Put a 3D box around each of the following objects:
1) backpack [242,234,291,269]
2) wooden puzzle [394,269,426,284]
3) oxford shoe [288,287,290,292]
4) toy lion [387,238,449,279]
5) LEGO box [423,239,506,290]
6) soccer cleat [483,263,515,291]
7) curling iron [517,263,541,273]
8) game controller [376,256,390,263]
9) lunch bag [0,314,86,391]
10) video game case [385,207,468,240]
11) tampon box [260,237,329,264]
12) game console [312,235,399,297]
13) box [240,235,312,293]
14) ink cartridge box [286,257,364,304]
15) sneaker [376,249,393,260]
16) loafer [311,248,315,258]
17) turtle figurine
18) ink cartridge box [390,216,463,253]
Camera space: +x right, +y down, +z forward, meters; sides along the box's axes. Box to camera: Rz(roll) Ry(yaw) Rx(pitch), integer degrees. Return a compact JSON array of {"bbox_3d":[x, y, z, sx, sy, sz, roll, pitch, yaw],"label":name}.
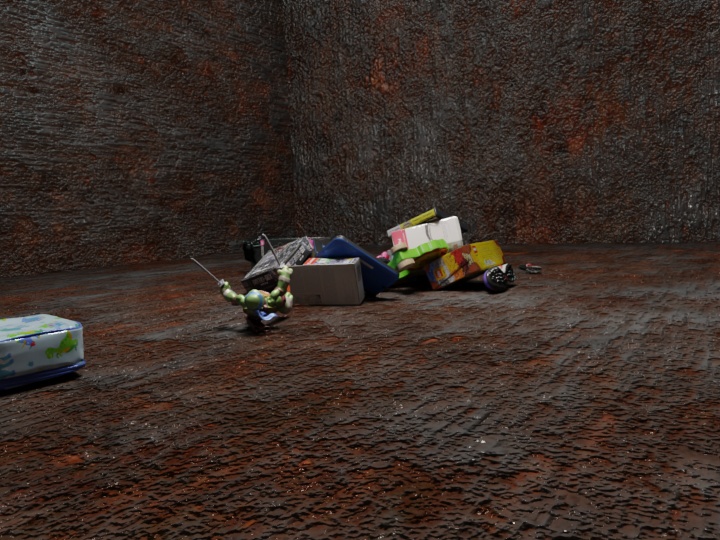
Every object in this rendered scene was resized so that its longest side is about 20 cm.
[{"bbox_3d":[-0.356,-0.069,2.267,0.199,0.155,0.175,-17,15,-30],"label":"backpack"},{"bbox_3d":[0.089,0.024,1.762,0.184,0.038,0.199,-8,3,-40],"label":"wooden puzzle"},{"bbox_3d":[-0.148,0.048,1.554,0.073,0.072,0.199,31,-18,-25],"label":"oxford shoe"},{"bbox_3d":[0.145,-0.024,1.562,0.191,0.069,0.200,-10,-21,-37],"label":"toy lion"},{"bbox_3d":[0.299,-0.017,1.582,0.148,0.078,0.199,-28,-11,36],"label":"LEGO box"},{"bbox_3d":[0.360,0.025,1.510,0.073,0.069,0.200,-21,-3,30],"label":"soccer cleat"},{"bbox_3d":[0.566,-0.011,1.893,0.049,0.026,0.200,1,6,2],"label":"curling iron"},{"bbox_3d":[0.000,0.000,1.749,0.199,0.042,0.104,-17,-5,-37],"label":"game controller"},{"bbox_3d":[-0.521,0.119,0.832,0.199,0.083,0.160,2,7,41],"label":"lunch bag"},{"bbox_3d":[0.206,-0.121,1.711,0.180,0.026,0.199,-24,-24,33],"label":"video game case"},{"bbox_3d":[-0.213,-0.032,1.849,0.198,0.151,0.126,0,6,28],"label":"tampon box"},{"bbox_3d":[-0.014,-0.033,1.448,0.199,0.119,0.170,31,-43,-21],"label":"game console"},{"bbox_3d":[-0.249,-0.019,1.686,0.157,0.050,0.200,-19,21,27],"label":"box"},{"bbox_3d":[-0.095,0.026,1.381,0.198,0.110,0.050,-1,22,18],"label":"ink cartridge box"},{"bbox_3d":[0.055,-0.004,1.935,0.199,0.080,0.095,-12,-35,31],"label":"sneaker"},{"bbox_3d":[-0.092,-0.039,1.662,0.075,0.070,0.200,-9,-3,13],"label":"loafer"},{"bbox_3d":[-0.209,0.027,1.153,0.144,0.200,0.194,-41,-13,-7],"label":"turtle figurine"},{"bbox_3d":[0.205,-0.078,1.667,0.198,0.085,0.146,-16,-20,9],"label":"ink cartridge box"}]
